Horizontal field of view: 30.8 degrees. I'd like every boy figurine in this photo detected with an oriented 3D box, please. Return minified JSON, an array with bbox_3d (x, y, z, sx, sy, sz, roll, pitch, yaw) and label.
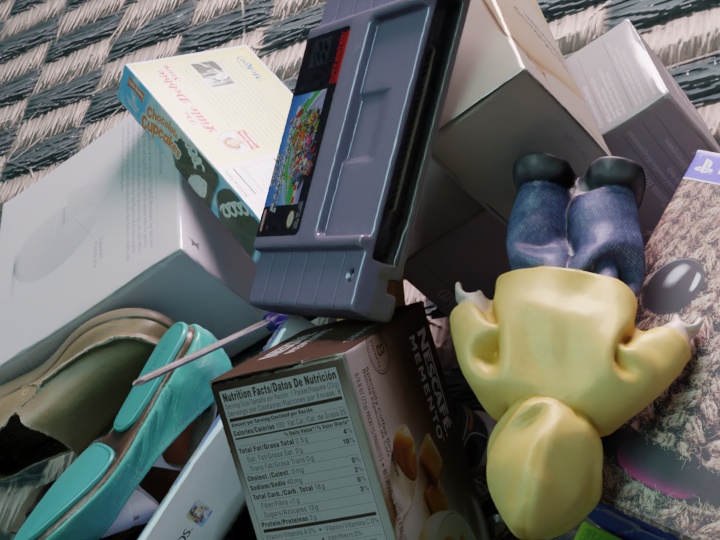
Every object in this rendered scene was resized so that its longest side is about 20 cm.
[{"bbox_3d":[0.105,0.037,0.646,0.124,0.064,0.200,2,62,13],"label":"boy figurine"}]

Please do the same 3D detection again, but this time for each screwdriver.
[{"bbox_3d":[-0.078,0.044,0.909,0.200,0.029,0.028,-28,58,-36],"label":"screwdriver"}]

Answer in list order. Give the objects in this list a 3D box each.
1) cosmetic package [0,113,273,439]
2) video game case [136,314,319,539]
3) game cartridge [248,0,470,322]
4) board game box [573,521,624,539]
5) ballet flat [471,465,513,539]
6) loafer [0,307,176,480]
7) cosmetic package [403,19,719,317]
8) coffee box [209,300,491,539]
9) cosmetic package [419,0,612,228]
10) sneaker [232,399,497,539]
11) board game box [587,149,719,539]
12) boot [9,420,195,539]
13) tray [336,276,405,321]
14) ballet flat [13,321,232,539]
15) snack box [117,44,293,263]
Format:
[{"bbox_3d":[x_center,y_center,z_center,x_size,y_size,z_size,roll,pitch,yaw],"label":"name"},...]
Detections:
[{"bbox_3d":[-0.182,-0.007,1.058,0.200,0.123,0.200,-32,42,22],"label":"cosmetic package"},{"bbox_3d":[-0.080,0.119,0.835,0.181,0.045,0.200,-58,0,-9],"label":"video game case"},{"bbox_3d":[-0.004,-0.073,0.712,0.130,0.038,0.200,2,76,56],"label":"game cartridge"},{"bbox_3d":[0.167,0.203,0.642,0.200,0.030,0.096,17,73,51],"label":"board game box"},{"bbox_3d":[0.011,0.176,0.783,0.200,0.067,0.046,-26,36,18],"label":"ballet flat"},{"bbox_3d":[-0.209,0.098,0.966,0.200,0.076,0.068,-33,39,22],"label":"loafer"},{"bbox_3d":[0.119,-0.051,0.826,0.200,0.107,0.090,-36,41,19],"label":"cosmetic package"},{"bbox_3d":[0.007,0.130,0.688,0.080,0.114,0.200,-14,95,25],"label":"coffee box"},{"bbox_3d":[0.069,-0.128,0.770,0.073,0.104,0.200,-35,43,19],"label":"cosmetic package"},{"bbox_3d":[-0.007,0.124,0.820,0.200,0.086,0.080,-32,42,21],"label":"sneaker"},{"bbox_3d":[0.210,0.057,0.661,0.159,0.097,0.200,18,73,48],"label":"board game box"},{"bbox_3d":[-0.203,0.172,0.988,0.146,0.070,0.200,-10,43,51],"label":"boot"},{"bbox_3d":[0.000,0.000,0.831,0.037,0.099,0.200,-8,22,-3],"label":"tray"},{"bbox_3d":[-0.152,0.131,0.894,0.200,0.070,0.067,-54,21,-13],"label":"ballet flat"},{"bbox_3d":[-0.084,-0.095,0.994,0.200,0.116,0.037,49,136,28],"label":"snack box"}]
